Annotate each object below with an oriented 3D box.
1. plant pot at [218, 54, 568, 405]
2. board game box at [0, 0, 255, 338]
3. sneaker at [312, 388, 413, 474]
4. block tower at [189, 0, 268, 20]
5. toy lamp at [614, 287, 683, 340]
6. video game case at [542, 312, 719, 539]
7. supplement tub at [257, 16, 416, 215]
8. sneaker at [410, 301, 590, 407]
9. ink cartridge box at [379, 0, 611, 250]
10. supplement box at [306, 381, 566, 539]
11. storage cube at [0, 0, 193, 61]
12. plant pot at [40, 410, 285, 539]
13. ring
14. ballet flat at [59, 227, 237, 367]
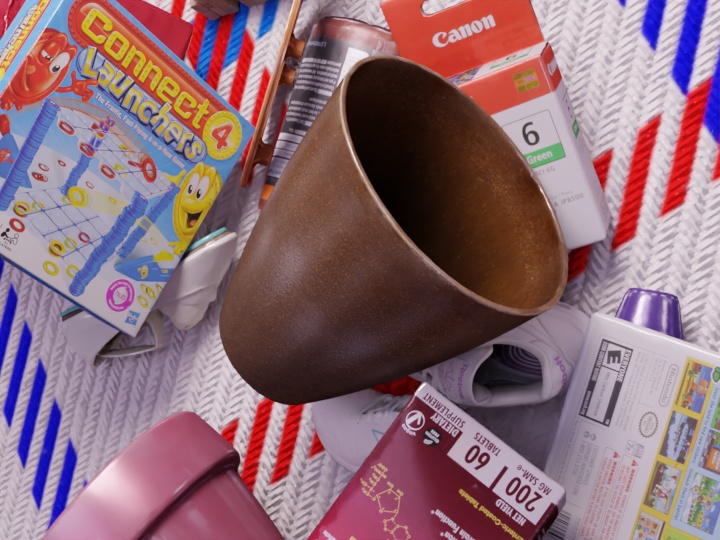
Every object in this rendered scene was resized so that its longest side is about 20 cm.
[{"bbox_3d":[0.000,0.000,0.721,0.200,0.185,0.189,-41,65,34],"label":"plant pot"},{"bbox_3d":[-0.202,-0.084,0.836,0.055,0.200,0.198,17,74,46],"label":"board game box"},{"bbox_3d":[0.037,0.115,0.779,0.199,0.070,0.081,24,138,42],"label":"sneaker"},{"bbox_3d":[-0.060,-0.269,0.927,0.197,0.054,0.059,-13,77,26],"label":"block tower"},{"bbox_3d":[0.179,0.114,0.740,0.057,0.058,0.204,10,90,29],"label":"toy lamp"},{"bbox_3d":[0.192,0.148,0.674,0.180,0.023,0.203,19,94,39],"label":"video game case"},{"bbox_3d":[-0.015,-0.080,0.844,0.106,0.107,0.203,18,92,29],"label":"supplement tub"},{"bbox_3d":[0.064,0.049,0.781,0.197,0.099,0.076,5,109,29],"label":"sneaker"},{"bbox_3d":[0.090,-0.104,0.768,0.108,0.050,0.202,-17,107,23],"label":"ink cartridge box"},{"bbox_3d":[0.022,0.181,0.655,0.108,0.061,0.201,35,83,18],"label":"supplement box"},{"bbox_3d":[-0.271,-0.157,0.921,0.199,0.178,0.174,18,90,53],"label":"storage cube"},{"bbox_3d":[-0.127,0.237,0.818,0.179,0.200,0.201,40,102,10],"label":"plant pot"},{"bbox_3d":[-0.055,-0.158,0.846,0.019,0.200,0.204,16,90,-7],"label":"ring"},{"bbox_3d":[-0.171,0.029,0.942,0.198,0.069,0.070,-25,71,26],"label":"ballet flat"}]
